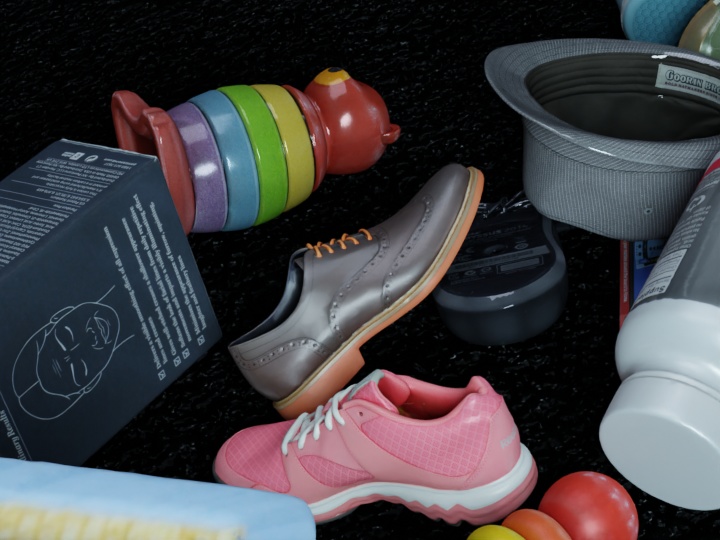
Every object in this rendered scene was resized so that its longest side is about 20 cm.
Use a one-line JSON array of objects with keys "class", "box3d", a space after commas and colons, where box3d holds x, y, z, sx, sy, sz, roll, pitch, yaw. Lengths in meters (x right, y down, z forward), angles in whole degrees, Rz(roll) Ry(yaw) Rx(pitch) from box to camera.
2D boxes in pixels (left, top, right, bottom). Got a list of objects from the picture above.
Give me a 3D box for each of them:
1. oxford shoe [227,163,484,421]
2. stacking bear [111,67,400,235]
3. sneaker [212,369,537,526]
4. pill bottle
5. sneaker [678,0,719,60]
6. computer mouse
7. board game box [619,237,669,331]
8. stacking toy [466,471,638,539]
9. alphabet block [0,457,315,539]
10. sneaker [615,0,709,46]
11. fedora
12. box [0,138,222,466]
[{"class": "oxford shoe", "box3d": [0.000, 0.000, 1.131, 0.200, 0.072, 0.071, -50, 13, -10]}, {"class": "stacking bear", "box3d": [-0.071, -0.095, 1.354, 0.198, 0.115, 0.121, -16, 21, -20]}, {"class": "sneaker", "box3d": [0.002, 0.092, 1.039, 0.198, 0.087, 0.074, -3, 32, 23]}, {"class": "pill bottle", "box3d": [0.208, 0.029, 0.999, 0.110, 0.111, 0.201, 8, 51, 36]}, {"class": "sneaker", "box3d": [0.337, -0.189, 1.332, 0.199, 0.068, 0.090, -26, 26, -19]}, {"class": "computer mouse", "box3d": [0.099, 0.002, 1.177, 0.137, 0.053, 0.200, -9, 21, 11]}, {"class": "board game box", "box3d": [0.218, -0.010, 1.158, 0.102, 0.020, 0.201, -8, 32, 13]}, {"class": "stacking toy", "box3d": [0.064, 0.163, 0.909, 0.199, 0.086, 0.085, -31, 33, -28]}, {"class": "alphabet block", "box3d": [-0.124, 0.218, 0.741, 0.193, 0.202, 0.197, 8, 32, -3]}, {"class": "sneaker", "box3d": [0.291, -0.251, 1.447, 0.198, 0.080, 0.131, -16, 32, 0]}, {"class": "fedora", "box3d": [0.171, -0.079, 1.165, 0.198, 0.091, 0.177, -7, 33, -23]}, {"class": "box", "box3d": [-0.208, 0.032, 1.180, 0.106, 0.150, 0.200, 11, 41, 39]}]
